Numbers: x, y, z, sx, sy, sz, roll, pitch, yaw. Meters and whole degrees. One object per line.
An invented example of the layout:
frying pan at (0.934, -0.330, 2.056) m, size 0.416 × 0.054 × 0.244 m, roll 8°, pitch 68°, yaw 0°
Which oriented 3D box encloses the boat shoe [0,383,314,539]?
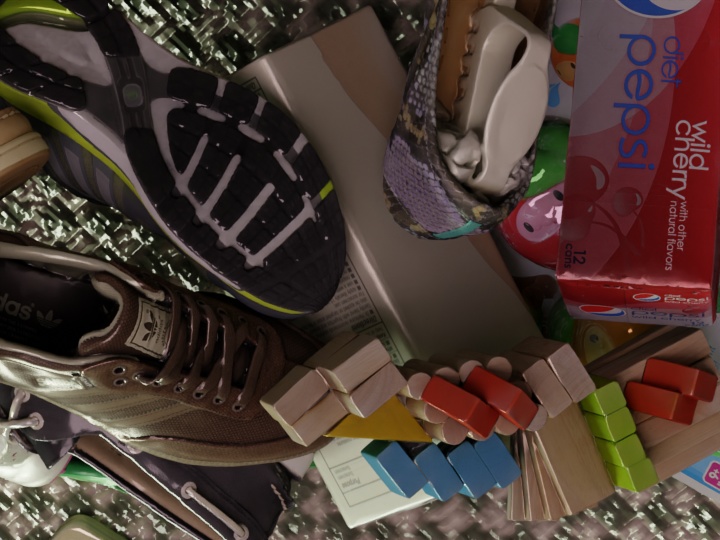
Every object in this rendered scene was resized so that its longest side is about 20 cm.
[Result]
boat shoe at (-0.117, 0.058, 1.167) m, size 0.199 × 0.074 × 0.061 m, roll 30°, pitch 74°, yaw -16°

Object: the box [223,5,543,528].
box at (0.000, 0.000, 1.189) m, size 0.095 × 0.078 × 0.201 m, roll -23°, pitch 95°, yaw 45°

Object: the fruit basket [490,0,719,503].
fruit basket at (0.112, -0.009, 1.193) m, size 0.199 × 0.094 × 0.186 m, roll 26°, pitch 119°, yaw 3°

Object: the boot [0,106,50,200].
boot at (-0.224, -0.080, 1.144) m, size 0.200 × 0.073 × 0.156 m, roll -16°, pitch 97°, yaw 45°

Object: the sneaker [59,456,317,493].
sneaker at (-0.072, 0.074, 1.275) m, size 0.199 × 0.084 × 0.074 m, roll -6°, pitch 113°, yaw 14°

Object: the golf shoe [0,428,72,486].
golf shoe at (-0.215, 0.041, 1.253) m, size 0.199 × 0.091 × 0.076 m, roll 13°, pitch 88°, yaw 38°

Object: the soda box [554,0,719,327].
soda box at (0.120, -0.082, 1.109) m, size 0.063 × 0.070 × 0.201 m, roll 4°, pitch 77°, yaw 10°

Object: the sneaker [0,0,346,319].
sneaker at (-0.086, -0.050, 1.145) m, size 0.200 × 0.074 × 0.081 m, roll 42°, pitch 160°, yaw 11°

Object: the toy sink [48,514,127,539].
toy sink at (-0.103, 0.238, 1.343) m, size 0.200 × 0.112 × 0.131 m, roll 35°, pitch 116°, yaw -6°

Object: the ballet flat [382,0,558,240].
ballet flat at (0.060, -0.109, 1.128) m, size 0.072 × 0.072 × 0.201 m, roll 10°, pitch 88°, yaw 7°

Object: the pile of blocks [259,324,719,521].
pile of blocks at (0.063, 0.064, 1.106) m, size 0.199 × 0.062 × 0.083 m, roll -1°, pitch 93°, yaw -16°

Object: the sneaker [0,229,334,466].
sneaker at (-0.088, 0.034, 1.100) m, size 0.199 × 0.075 × 0.071 m, roll 15°, pitch 81°, yaw -19°
